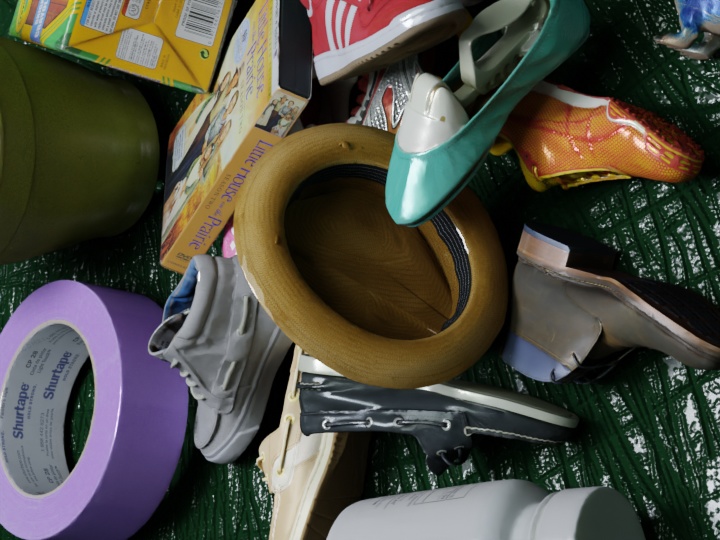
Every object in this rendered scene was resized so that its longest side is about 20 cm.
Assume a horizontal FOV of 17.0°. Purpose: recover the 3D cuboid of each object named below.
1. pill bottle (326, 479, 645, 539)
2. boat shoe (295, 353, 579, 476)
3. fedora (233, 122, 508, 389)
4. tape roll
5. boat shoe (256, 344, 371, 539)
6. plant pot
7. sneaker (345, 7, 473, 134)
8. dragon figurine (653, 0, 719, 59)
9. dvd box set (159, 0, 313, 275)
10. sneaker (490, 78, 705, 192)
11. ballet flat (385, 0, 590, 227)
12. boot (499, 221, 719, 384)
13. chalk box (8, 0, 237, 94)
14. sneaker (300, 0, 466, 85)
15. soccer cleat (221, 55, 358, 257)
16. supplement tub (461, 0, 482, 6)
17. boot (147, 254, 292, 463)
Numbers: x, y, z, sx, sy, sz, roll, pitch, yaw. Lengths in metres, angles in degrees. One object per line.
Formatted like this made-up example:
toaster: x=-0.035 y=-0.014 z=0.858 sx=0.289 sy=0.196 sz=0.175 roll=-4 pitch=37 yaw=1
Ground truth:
pill bottle: x=0.083 y=0.197 z=1.587 sx=0.199 sy=0.114 sz=0.115 roll=-12 pitch=73 yaw=37
boat shoe: x=0.048 y=0.105 z=1.641 sx=0.198 sy=0.074 sz=0.066 roll=11 pitch=91 yaw=11
fedora: x=0.000 y=0.000 z=1.638 sx=0.082 sy=0.200 sz=0.201 roll=129 pitch=134 yaw=-59
tape roll: x=-0.216 y=0.111 z=1.859 sx=0.200 sy=0.065 sz=0.201 roll=-15 pitch=69 yaw=47
boat shoe: x=-0.037 y=0.132 z=1.722 sx=0.069 sy=0.074 sz=0.201 roll=10 pitch=77 yaw=27
plant pot: x=-0.266 y=-0.090 z=1.871 sx=0.200 sy=0.192 sz=0.201 roll=-1 pitch=89 yaw=44
sneaker: x=0.035 y=-0.104 z=1.717 sx=0.082 sy=0.078 sz=0.201 roll=-1 pitch=80 yaw=38
dragon figurine: x=0.253 y=-0.185 z=1.570 sx=0.199 sy=0.059 sz=0.100 roll=15 pitch=90 yaw=41
dvd box set: x=-0.092 y=-0.112 z=1.781 sx=0.200 sy=0.029 sz=0.147 roll=-53 pitch=26 yaw=40
sneaker: x=0.154 y=-0.082 z=1.626 sx=0.200 sy=0.073 sz=0.077 roll=22 pitch=94 yaw=51
ballet flat: x=0.072 y=-0.122 z=1.604 sx=0.200 sy=0.070 sz=0.067 roll=-49 pitch=39 yaw=-10
boot: x=0.167 y=0.047 z=1.589 sx=0.200 sy=0.074 sz=0.097 roll=34 pitch=112 yaw=49
chalk box: x=-0.188 y=-0.218 z=1.873 sx=0.200 sy=0.124 sz=0.125 roll=19 pitch=93 yaw=64
sneaker: x=0.004 y=-0.194 z=1.618 sx=0.200 sy=0.071 sz=0.113 roll=-13 pitch=93 yaw=68
soccer cleat: x=-0.049 y=-0.063 z=1.775 sx=0.086 sy=0.070 sz=0.201 roll=-1 pitch=77 yaw=54
supplement tub: x=0.116 y=-0.281 z=1.661 sx=0.200 sy=0.122 sz=0.123 roll=-33 pitch=61 yaw=30
boot: x=-0.111 y=0.061 z=1.749 sx=0.074 sy=0.095 sz=0.200 roll=-108 pitch=32 yaw=-45
